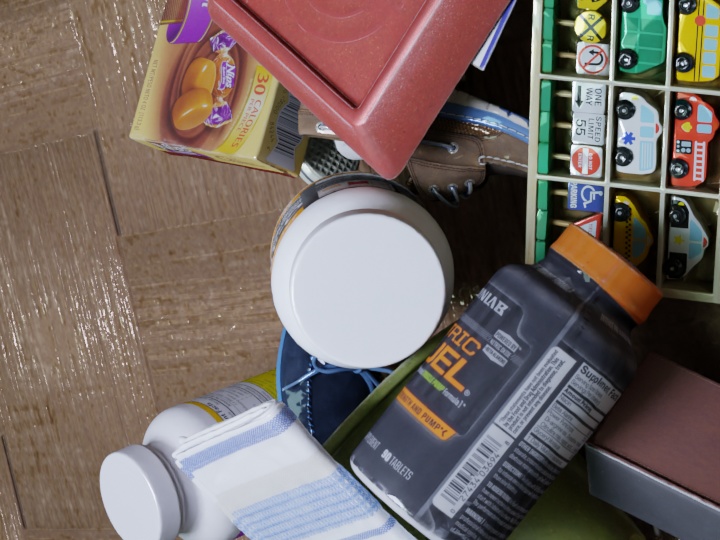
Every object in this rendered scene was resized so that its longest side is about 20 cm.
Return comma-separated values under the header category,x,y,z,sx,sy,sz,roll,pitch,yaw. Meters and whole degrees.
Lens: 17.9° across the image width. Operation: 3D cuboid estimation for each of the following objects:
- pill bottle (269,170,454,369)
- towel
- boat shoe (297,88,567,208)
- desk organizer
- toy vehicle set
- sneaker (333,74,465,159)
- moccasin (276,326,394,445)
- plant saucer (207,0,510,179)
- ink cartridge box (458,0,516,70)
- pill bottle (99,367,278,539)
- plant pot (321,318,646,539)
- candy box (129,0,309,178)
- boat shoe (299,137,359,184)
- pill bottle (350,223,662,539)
category,x,y,z,sx,sy,sz,roll,pitch,yaw
pill bottle,0.000,0.000,1.461,0.200,0.116,0.117,-109,7,-83
towel,-0.018,0.162,1.425,0.200,0.024,0.147,45,149,-11
boat shoe,0.055,-0.079,1.464,0.200,0.072,0.072,23,92,10
desk organizer,0.241,0.133,1.378,0.200,0.077,0.072,26,156,22
toy vehicle set,0.165,-0.084,1.384,0.124,0.027,0.200,6,111,17
sneaker,0.036,-0.167,1.516,0.081,0.075,0.200,12,108,17
moccasin,-0.016,0.044,1.597,0.068,0.080,0.200,-11,79,52
plant saucer,0.000,-0.192,1.413,0.200,0.037,0.200,44,110,31
ink cartridge box,0.032,-0.204,1.432,0.200,0.037,0.095,34,105,36
pill bottle,-0.084,0.134,1.638,0.104,0.200,0.104,26,126,44
plant pot,0.079,0.159,1.501,0.184,0.200,0.200,44,133,13
candy box,-0.074,-0.172,1.561,0.117,0.056,0.200,12,86,35
boat shoe,-0.061,-0.131,1.624,0.200,0.075,0.062,58,139,25
pill bottle,0.093,0.069,1.367,0.106,0.106,0.200,39,91,32
